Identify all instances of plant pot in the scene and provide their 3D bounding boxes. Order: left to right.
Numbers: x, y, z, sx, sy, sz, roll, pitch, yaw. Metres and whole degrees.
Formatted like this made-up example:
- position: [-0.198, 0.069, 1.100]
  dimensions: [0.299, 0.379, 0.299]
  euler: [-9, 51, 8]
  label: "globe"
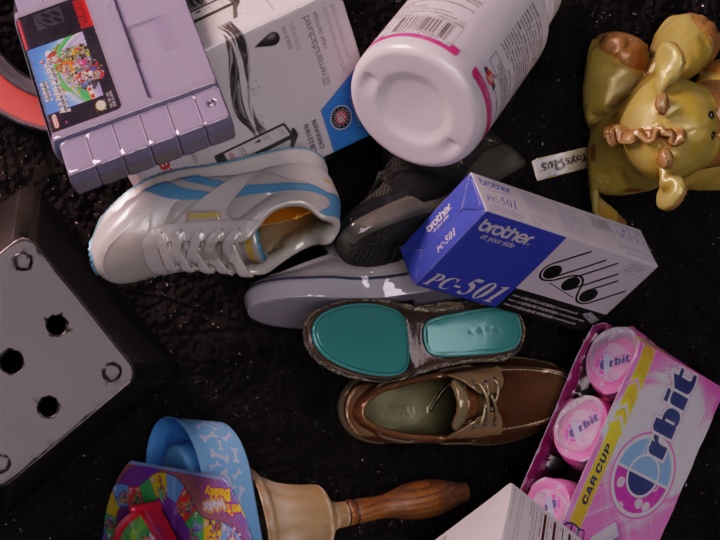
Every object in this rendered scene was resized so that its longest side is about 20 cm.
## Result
- position: [-0.269, 0.067, 1.423]
  dimensions: [0.200, 0.177, 0.200]
  euler: [-39, 96, -7]
  label: "plant pot"

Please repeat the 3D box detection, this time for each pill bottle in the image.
- position: [0.083, -0.182, 1.481]
  dimensions: [0.113, 0.113, 0.200]
  euler: [43, 47, -8]
  label: "pill bottle"

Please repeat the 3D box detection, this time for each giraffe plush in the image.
- position: [0.253, -0.123, 1.526]
  dimensions: [0.199, 0.162, 0.173]
  euler: [-32, 96, -10]
  label: "giraffe plush"

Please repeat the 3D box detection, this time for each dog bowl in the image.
- position: [-0.119, 0.213, 1.479]
  dimensions: [0.049, 0.111, 0.201]
  euler: [-7, 81, -30]
  label: "dog bowl"

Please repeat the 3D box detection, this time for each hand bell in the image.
- position: [-0.002, 0.199, 1.532]
  dimensions: [0.199, 0.104, 0.105]
  euler: [-6, 91, -24]
  label: "hand bell"

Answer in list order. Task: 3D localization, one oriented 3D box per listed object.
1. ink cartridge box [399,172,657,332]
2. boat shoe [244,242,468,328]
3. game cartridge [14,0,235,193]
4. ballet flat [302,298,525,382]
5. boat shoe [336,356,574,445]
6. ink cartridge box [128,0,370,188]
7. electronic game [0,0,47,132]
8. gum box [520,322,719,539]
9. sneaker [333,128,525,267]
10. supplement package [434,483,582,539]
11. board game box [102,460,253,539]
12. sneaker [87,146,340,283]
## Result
- position: [0.138, -0.011, 1.500]
  dimensions: [0.199, 0.044, 0.094]
  euler: [16, 130, -38]
  label: "ink cartridge box"
- position: [0.000, 0.000, 1.535]
  dimensions: [0.199, 0.071, 0.070]
  euler: [-7, 66, -8]
  label: "boat shoe"
- position: [-0.181, -0.156, 1.375]
  dimensions: [0.129, 0.038, 0.201]
  euler: [-18, 55, -7]
  label: "game cartridge"
- position: [0.036, 0.057, 1.522]
  dimensions: [0.199, 0.075, 0.068]
  euler: [-3, 84, -23]
  label: "ballet flat"
- position: [0.083, 0.114, 1.540]
  dimensions: [0.199, 0.074, 0.076]
  euler: [-6, 91, -10]
  label: "boat shoe"
- position: [-0.102, -0.141, 1.466]
  dimensions: [0.199, 0.084, 0.146]
  euler: [-27, 132, -8]
  label: "ink cartridge box"
- position: [-0.235, -0.204, 1.467]
  dimensions: [0.199, 0.042, 0.201]
  euler: [-2, 113, -5]
  label: "electronic game"
- position: [0.214, 0.153, 1.547]
  dimensions: [0.113, 0.066, 0.201]
  euler: [28, 84, -35]
  label: "gum box"
- position: [0.033, -0.079, 1.509]
  dimensions: [0.199, 0.076, 0.114]
  euler: [-32, 71, -34]
  label: "sneaker"
- position: [0.119, 0.315, 1.460]
  dimensions: [0.200, 0.147, 0.191]
  euler: [40, 125, -14]
  label: "supplement package"
- position: [-0.156, 0.233, 1.436]
  dimensions: [0.039, 0.199, 0.159]
  euler: [-3, 94, -44]
  label: "board game box"
- position: [-0.113, -0.033, 1.428]
  dimensions: [0.199, 0.081, 0.077]
  euler: [-19, 133, -3]
  label: "sneaker"
